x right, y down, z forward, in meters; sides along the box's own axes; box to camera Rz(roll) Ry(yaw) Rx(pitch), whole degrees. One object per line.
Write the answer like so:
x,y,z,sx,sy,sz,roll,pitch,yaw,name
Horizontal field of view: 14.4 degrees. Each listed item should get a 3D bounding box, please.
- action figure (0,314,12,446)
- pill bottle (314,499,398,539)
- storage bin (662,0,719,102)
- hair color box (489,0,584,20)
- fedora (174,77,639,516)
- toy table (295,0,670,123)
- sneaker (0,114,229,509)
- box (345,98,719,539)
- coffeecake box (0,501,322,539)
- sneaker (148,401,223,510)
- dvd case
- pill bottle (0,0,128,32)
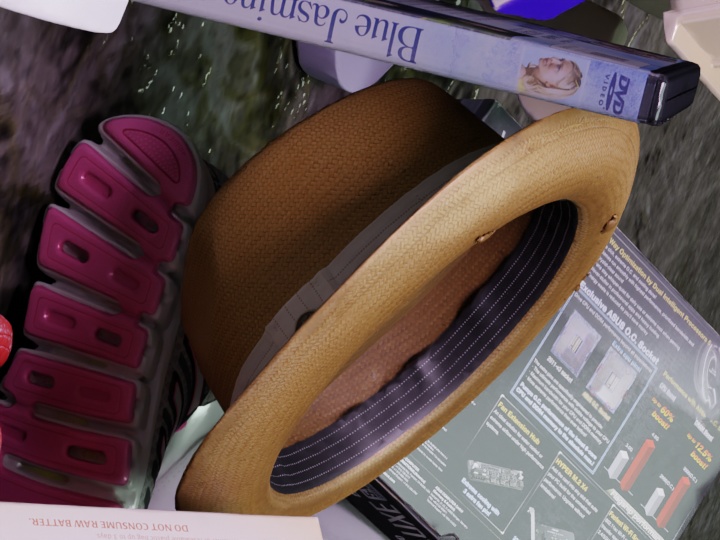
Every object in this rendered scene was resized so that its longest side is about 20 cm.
-0.161,0.093,0.909,0.065,0.052,0.200,93,22,-57,action figure
0.012,0.080,1.262,0.200,0.111,0.111,-62,160,-17,pill bottle
0.170,-0.154,1.024,0.199,0.094,0.200,31,53,-65,storage bin
0.058,-0.194,0.915,0.109,0.200,0.065,-26,172,21,hair color box
0.000,0.000,0.946,0.201,0.082,0.201,-36,161,-15,fedora
0.070,-0.151,1.149,0.200,0.117,0.184,-69,161,3,toy table
-0.085,0.046,1.016,0.087,0.074,0.200,12,96,-64,sneaker
0.063,0.050,1.198,0.200,0.050,0.158,44,68,-27,box
-0.073,0.172,0.829,0.153,0.200,0.073,6,146,-32,coffeecake box
-0.071,0.051,1.095,0.071,0.073,0.200,41,75,-39,sneaker
0.004,-0.078,0.891,0.143,0.200,0.018,-26,129,-78,dvd case
-0.070,-0.170,0.757,0.112,0.112,0.200,-1,111,-69,pill bottle
